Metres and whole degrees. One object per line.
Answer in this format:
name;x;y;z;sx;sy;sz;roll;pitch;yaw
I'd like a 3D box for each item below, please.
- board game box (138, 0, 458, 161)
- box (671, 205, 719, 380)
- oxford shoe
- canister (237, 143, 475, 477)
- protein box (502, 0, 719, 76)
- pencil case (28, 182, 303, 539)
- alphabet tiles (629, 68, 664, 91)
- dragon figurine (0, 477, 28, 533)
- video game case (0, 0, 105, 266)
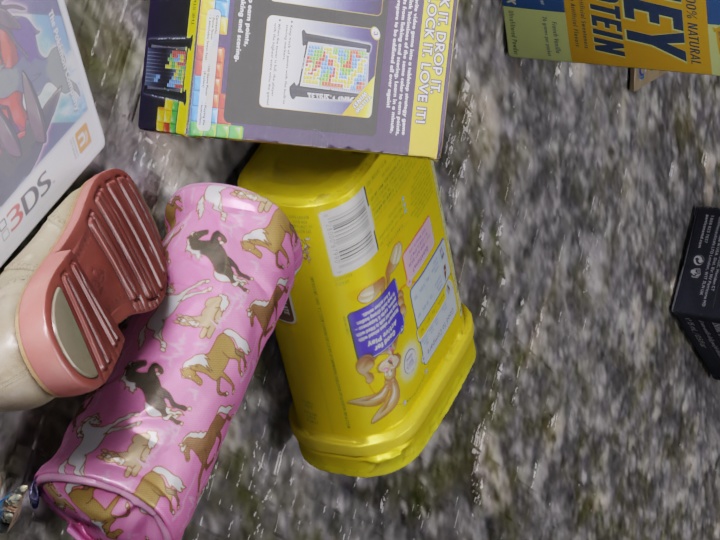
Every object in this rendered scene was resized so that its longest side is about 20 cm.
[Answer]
board game box;-0.026;-0.165;1.120;0.165;0.057;0.201;4;95;-37
box;0.428;0.038;2.064;0.197;0.199;0.118;47;56;-59
oxford shoe;-0.145;0.007;1.000;0.071;0.075;0.200;64;17;-14
canister;0.000;0.000;1.273;0.149;0.086;0.201;-55;143;-44
protein box;0.227;-0.252;1.541;0.199;0.199;0.135;-55;144;-45
pencil case;-0.095;0.049;1.081;0.083;0.086;0.201;69;37;-51
alphabet tiles;0.268;-0.271;1.854;0.167;0.008;0.201;-32;125;-59
dragon figurine;-0.200;0.107;0.906;0.200;0.099;0.059;79;23;-75
video game case;-0.184;-0.085;0.925;0.182;0.023;0.201;-57;145;-43
